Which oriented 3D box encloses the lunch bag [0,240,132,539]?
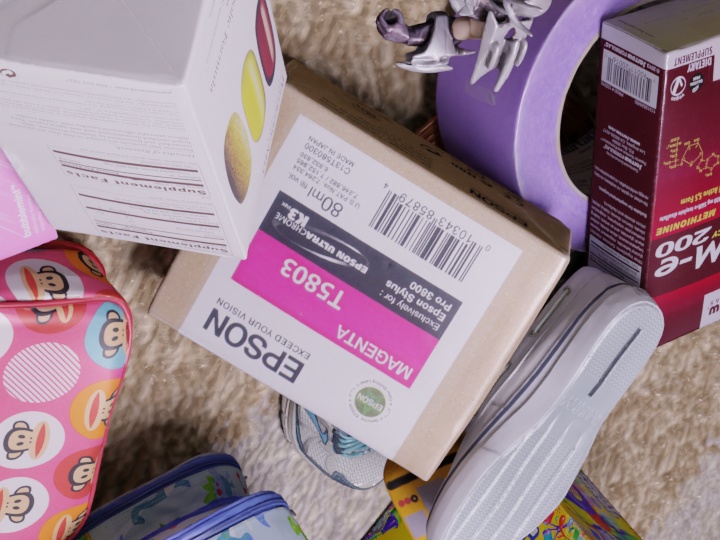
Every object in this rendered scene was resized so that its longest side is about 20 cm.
[{"bbox_3d":[-0.232,0.080,0.893,0.174,0.082,0.202,-1,124,-34],"label":"lunch bag"}]

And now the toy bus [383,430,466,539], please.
[{"bbox_3d":[0.079,0.115,1.068,0.065,0.079,0.200,-28,-177,23],"label":"toy bus"}]

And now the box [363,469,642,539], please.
[{"bbox_3d":[0.113,0.246,1.183,0.121,0.200,0.193,27,105,-44],"label":"box"}]

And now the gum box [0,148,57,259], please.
[{"bbox_3d":[-0.229,-0.089,0.771,0.112,0.066,0.202,-23,133,-21],"label":"gum box"}]

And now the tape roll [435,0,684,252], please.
[{"bbox_3d":[0.150,-0.119,0.986,0.198,0.085,0.202,-18,125,-29],"label":"tape roll"}]

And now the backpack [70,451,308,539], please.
[{"bbox_3d":[-0.113,0.209,1.002,0.182,0.148,0.200,-27,167,-16],"label":"backpack"}]

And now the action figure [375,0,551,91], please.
[{"bbox_3d":[0.037,-0.172,0.797,0.069,0.200,0.131,2,122,-35],"label":"action figure"}]

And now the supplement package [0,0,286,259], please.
[{"bbox_3d":[-0.106,-0.098,0.742,0.108,0.115,0.200,9,161,7],"label":"supplement package"}]

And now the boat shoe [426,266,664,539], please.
[{"bbox_3d":[0.103,0.088,0.950,0.200,0.067,0.073,-49,128,0],"label":"boat shoe"}]

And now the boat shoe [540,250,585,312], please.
[{"bbox_3d":[0.151,-0.008,1.078,0.199,0.068,0.075,-30,136,-13],"label":"boat shoe"}]

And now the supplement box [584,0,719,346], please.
[{"bbox_3d":[0.198,-0.061,0.956,0.108,0.061,0.202,-20,126,-27],"label":"supplement box"}]

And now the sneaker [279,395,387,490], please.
[{"bbox_3d":[-0.011,0.093,1.056,0.077,0.086,0.201,-28,135,-12],"label":"sneaker"}]

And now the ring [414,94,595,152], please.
[{"bbox_3d":[0.080,-0.040,1.066,0.198,0.019,0.202,-19,131,-23],"label":"ring"}]

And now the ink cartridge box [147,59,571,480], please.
[{"bbox_3d":[0.000,0.000,0.922,0.199,0.075,0.166,30,107,-2],"label":"ink cartridge box"}]
